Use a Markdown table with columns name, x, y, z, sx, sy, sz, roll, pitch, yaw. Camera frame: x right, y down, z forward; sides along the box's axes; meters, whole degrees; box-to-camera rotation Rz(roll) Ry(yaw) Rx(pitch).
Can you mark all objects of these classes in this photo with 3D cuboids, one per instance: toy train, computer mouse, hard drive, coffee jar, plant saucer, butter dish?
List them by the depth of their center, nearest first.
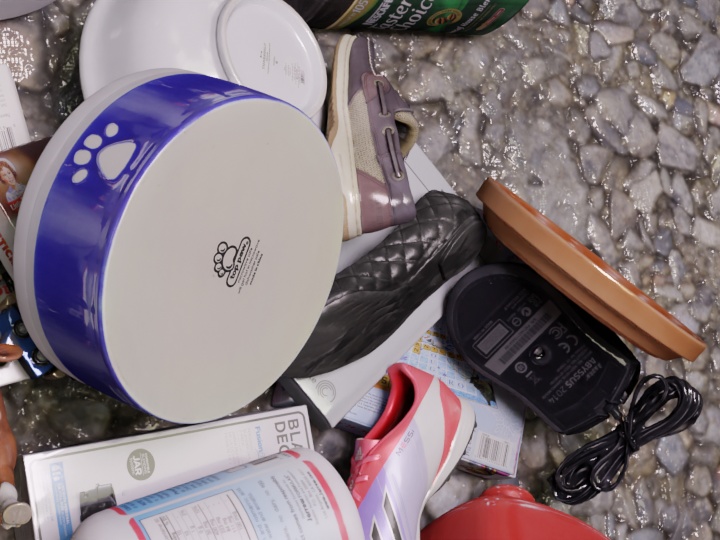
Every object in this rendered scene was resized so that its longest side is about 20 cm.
| name | x | y | z | sx | sy | sz | roll | pitch | yaw |
| --- | --- | --- | --- | --- | --- | --- | --- | --- | --- |
| toy train | -0.233 | -0.012 | 0.715 | 0.046 | 0.034 | 0.201 | -37 | 98 | -27 |
| butter dish | 0.106 | 0.224 | 0.857 | 0.199 | 0.200 | 0.149 | 24 | 46 | -23 |
| hard drive | 0.000 | 0.000 | 0.873 | 0.200 | 0.027 | 0.132 | -43 | 98 | -27 |
| plant saucer | 0.164 | 0.004 | 0.877 | 0.200 | 0.200 | 0.032 | 34 | 100 | -18 |
| computer mouse | 0.144 | 0.069 | 0.899 | 0.200 | 0.138 | 0.053 | 45 | 19 | -9 |
| coffee jar | 0.033 | -0.238 | 0.946 | 0.199 | 0.104 | 0.086 | -4 | 78 | -28 |

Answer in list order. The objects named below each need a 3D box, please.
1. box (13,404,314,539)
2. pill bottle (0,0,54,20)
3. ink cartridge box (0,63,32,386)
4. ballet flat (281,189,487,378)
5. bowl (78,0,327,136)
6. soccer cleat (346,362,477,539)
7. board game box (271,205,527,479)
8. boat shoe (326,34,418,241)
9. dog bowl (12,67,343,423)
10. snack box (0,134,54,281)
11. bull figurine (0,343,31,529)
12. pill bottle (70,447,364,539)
| name | x | y | z | sx | sy | sz | roll | pitch | yaw |
| --- | --- | --- | --- | --- | --- | --- | --- | --- | --- |
| box | -0.125 | 0.162 | 0.797 | 0.199 | 0.060 | 0.118 | -5 | 82 | -29 |
| pill bottle | -0.262 | -0.275 | 0.791 | 0.112 | 0.113 | 0.201 | -15 | 86 | -30 |
| ink cartridge box | -0.259 | -0.020 | 0.762 | 0.116 | 0.067 | 0.201 | -14 | 86 | -29 |
| ballet flat | 0.007 | 0.011 | 0.839 | 0.200 | 0.057 | 0.067 | -35 | 138 | -27 |
| bowl | -0.088 | -0.132 | 0.831 | 0.200 | 0.090 | 0.203 | 21 | 60 | -41 |
| soccer cleat | 0.012 | 0.157 | 0.817 | 0.073 | 0.068 | 0.201 | 41 | 59 | -22 |
| board game box | 0.048 | 0.038 | 0.928 | 0.199 | 0.041 | 0.201 | 22 | 69 | -22 |
| boat shoe | 0.009 | -0.096 | 0.843 | 0.064 | 0.072 | 0.201 | 0 | 41 | 0 |
| dog bowl | -0.101 | -0.014 | 0.711 | 0.200 | 0.078 | 0.201 | -28 | 127 | -44 |
| snack box | -0.179 | -0.055 | 0.775 | 0.072 | 0.024 | 0.200 | 61 | 24 | -5 |
| bull figurine | -0.232 | 0.133 | 0.677 | 0.065 | 0.122 | 0.201 | 9 | 113 | -27 |
| pill bottle | -0.103 | 0.183 | 0.708 | 0.199 | 0.109 | 0.110 | -14 | 85 | -29 |
